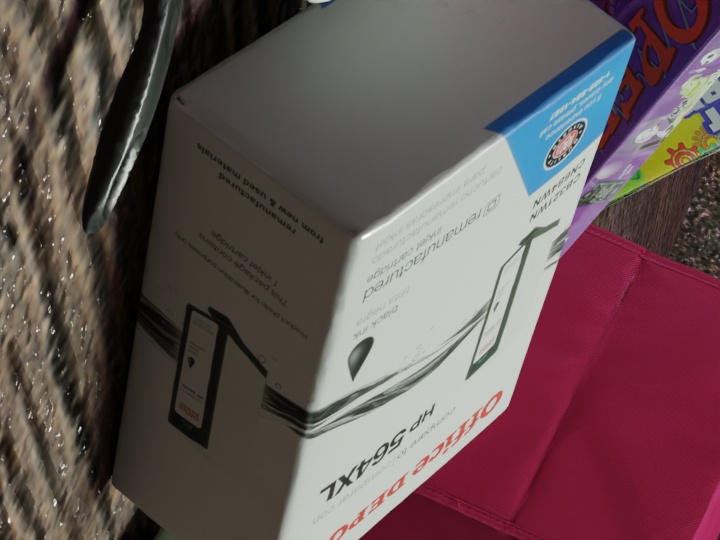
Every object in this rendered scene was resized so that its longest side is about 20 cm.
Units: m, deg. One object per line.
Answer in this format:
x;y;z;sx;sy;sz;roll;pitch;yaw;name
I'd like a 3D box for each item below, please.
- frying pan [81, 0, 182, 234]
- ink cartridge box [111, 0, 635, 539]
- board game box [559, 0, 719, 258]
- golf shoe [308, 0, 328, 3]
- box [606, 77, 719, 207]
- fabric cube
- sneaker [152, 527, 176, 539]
-0.040;-0.114;0.705;0.115;0.031;0.190;-48;160;-62;frying pan
0.000;0.000;0.871;0.146;0.084;0.200;-38;155;-35;ink cartridge box
0.066;-0.082;0.930;0.032;0.120;0.200;-14;154;-38;board game box
0.023;-0.139;0.826;0.200;0.073;0.092;-54;160;-39;golf shoe
0.140;-0.137;1.052;0.200;0.122;0.193;-28;-165;33;box
0.114;0.111;1.470;0.199;0.200;0.196;-60;168;-28;fabric cube
-0.054;0.158;1.036;0.118;0.074;0.200;-57;163;-22;sneaker
